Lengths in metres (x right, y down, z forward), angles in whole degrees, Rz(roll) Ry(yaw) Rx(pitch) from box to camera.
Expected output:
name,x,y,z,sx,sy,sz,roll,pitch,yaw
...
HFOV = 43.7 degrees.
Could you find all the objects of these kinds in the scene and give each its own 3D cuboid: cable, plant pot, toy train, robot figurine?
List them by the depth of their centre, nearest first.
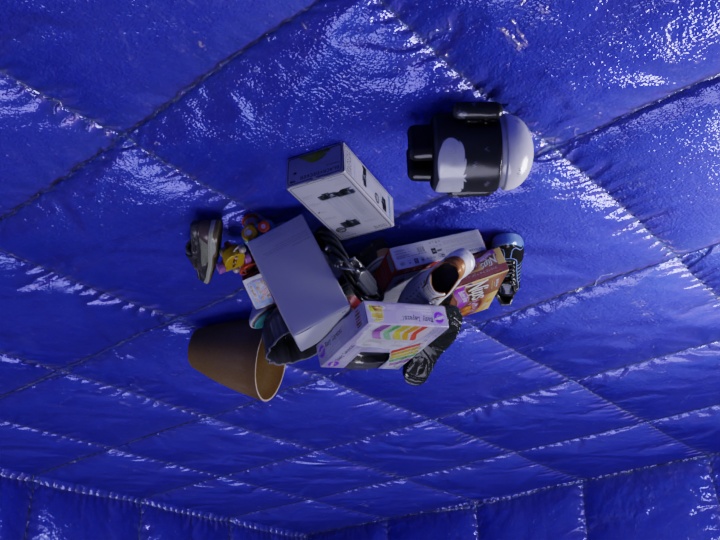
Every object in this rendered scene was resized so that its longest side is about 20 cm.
name,x,y,z,sx,sy,sz,roll,pitch,yaw
robot figurine,0.171,-0.186,1.405,0.196,0.127,0.150,-1,176,0
cable,-0.022,0.001,1.682,0.051,0.163,0.200,-44,143,-1
toy train,-0.204,-0.053,1.730,0.149,0.056,0.200,-12,155,-45
plant pot,-0.294,0.196,2.084,0.197,0.189,0.187,6,155,17

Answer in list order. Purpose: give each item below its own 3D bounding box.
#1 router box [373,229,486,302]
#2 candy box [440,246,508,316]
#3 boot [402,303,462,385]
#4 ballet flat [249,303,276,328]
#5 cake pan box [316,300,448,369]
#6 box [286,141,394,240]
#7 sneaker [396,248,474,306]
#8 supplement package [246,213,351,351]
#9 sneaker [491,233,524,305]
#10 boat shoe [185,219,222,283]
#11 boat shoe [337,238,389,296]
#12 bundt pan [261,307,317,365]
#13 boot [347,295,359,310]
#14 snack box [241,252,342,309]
name,x,y,z,sx,sy,sz,roll,pitch,yaw
router box,0.127,0.000,1.769,0.197,0.049,0.180,-13,157,-21
candy box,0.214,0.033,1.785,0.115,0.057,0.201,-17,160,-12
boot,0.124,0.116,1.801,0.072,0.163,0.200,19,115,-19
ballet flat,-0.181,0.070,1.866,0.069,0.070,0.199,-20,180,33
cake pan box,0.037,0.124,1.665,0.182,0.053,0.200,7,147,-31
box,-0.032,-0.134,1.563,0.115,0.061,0.200,-14,150,24
sneaker,0.122,0.036,1.659,0.200,0.073,0.084,-48,172,30
supplement package,-0.110,0.024,1.662,0.118,0.202,0.121,-27,162,-6
sneaker,0.297,0.000,1.806,0.069,0.079,0.201,-4,153,7
boat shoe,-0.305,-0.042,1.730,0.065,0.073,0.201,15,151,-6
boat shoe,0.000,0.000,1.814,0.074,0.063,0.200,-4,155,-39
bundt pan,-0.114,0.108,1.811,0.199,0.076,0.203,-24,156,-11
boot,-0.028,0.099,1.914,0.072,0.146,0.199,26,141,-31
snack box,-0.130,0.008,1.771,0.197,0.024,0.073,-22,116,2
